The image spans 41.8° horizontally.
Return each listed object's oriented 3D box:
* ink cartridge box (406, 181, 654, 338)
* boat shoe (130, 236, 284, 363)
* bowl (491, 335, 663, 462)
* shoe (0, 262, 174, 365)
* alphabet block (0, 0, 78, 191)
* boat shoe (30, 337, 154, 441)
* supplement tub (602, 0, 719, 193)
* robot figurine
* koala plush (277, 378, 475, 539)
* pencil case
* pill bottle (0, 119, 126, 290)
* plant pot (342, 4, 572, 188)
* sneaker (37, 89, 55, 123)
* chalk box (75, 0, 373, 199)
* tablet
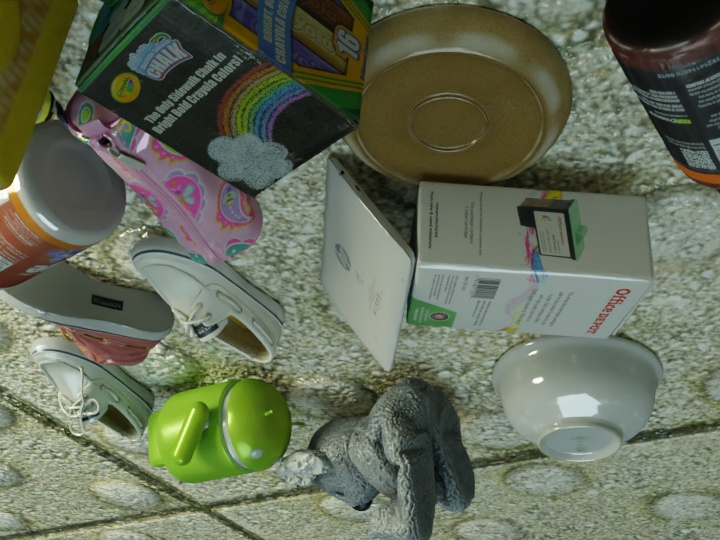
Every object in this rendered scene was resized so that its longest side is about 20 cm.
[{"bbox_3d":[0.144,-0.006,0.848,0.197,0.085,0.145,4,157,0],"label":"ink cartridge box"},{"bbox_3d":[-0.159,0.038,0.987,0.070,0.070,0.200,-20,138,33],"label":"boat shoe"},{"bbox_3d":[0.251,0.160,1.090,0.198,0.091,0.202,4,145,3],"label":"bowl"},{"bbox_3d":[-0.309,0.050,1.022,0.198,0.072,0.091,18,138,-26],"label":"shoe"},{"bbox_3d":[-0.335,-0.170,0.609,0.198,0.197,0.197,-5,146,17],"label":"alphabet block"},{"bbox_3d":[-0.338,0.162,1.175,0.074,0.087,0.202,-12,142,23],"label":"boat shoe"},{"bbox_3d":[0.253,-0.129,0.660,0.106,0.108,0.200,-17,140,29],"label":"supplement tub"},{"bbox_3d":[-0.173,0.200,1.180,0.198,0.117,0.175,-15,157,24],"label":"robot figurine"},{"bbox_3d":[0.013,0.228,1.164,0.198,0.186,0.177,-8,-174,34],"label":"koala plush"},{"bbox_3d":[-0.163,-0.086,0.798,0.087,0.088,0.200,-11,143,22],"label":"pencil case"},{"bbox_3d":[-0.313,-0.048,0.849,0.199,0.113,0.112,-21,138,34],"label":"pill bottle"},{"bbox_3d":[0.071,-0.125,0.760,0.197,0.028,0.201,3,145,2],"label":"plant pot"},{"bbox_3d":[-0.341,-0.131,0.768,0.198,0.076,0.076,4,174,21],"label":"sneaker"},{"bbox_3d":[-0.105,-0.167,0.641,0.199,0.125,0.124,32,138,-32],"label":"chalk box"},{"bbox_3d":[0.000,0.000,0.880,0.014,0.130,0.201,-27,152,-22],"label":"tablet"}]
